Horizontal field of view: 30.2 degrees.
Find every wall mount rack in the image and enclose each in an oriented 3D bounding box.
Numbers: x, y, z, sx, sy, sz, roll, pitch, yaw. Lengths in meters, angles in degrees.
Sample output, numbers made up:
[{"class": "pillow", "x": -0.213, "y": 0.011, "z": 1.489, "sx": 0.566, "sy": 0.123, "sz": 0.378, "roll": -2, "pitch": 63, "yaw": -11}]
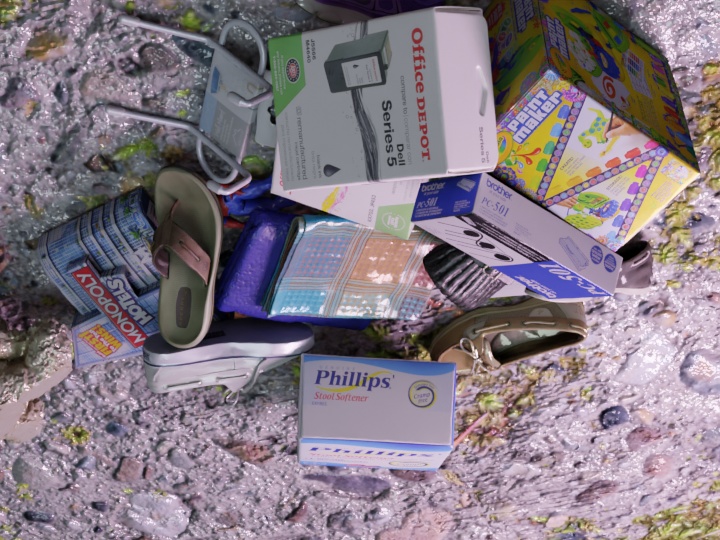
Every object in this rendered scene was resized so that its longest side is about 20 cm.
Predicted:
[{"class": "wall mount rack", "x": -0.174, "y": -0.178, "z": 1.379, "sx": 0.173, "sy": 0.074, "sz": 0.202, "roll": 38, "pitch": 133, "yaw": 20}]

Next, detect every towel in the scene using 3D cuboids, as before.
[{"class": "towel", "x": 0.000, "y": 0.000, "z": 1.489, "sx": 0.197, "sy": 0.022, "sz": 0.148, "roll": 3, "pitch": 132, "yaw": -24}, {"class": "towel", "x": -0.057, "y": -0.003, "z": 1.515, "sx": 0.197, "sy": 0.050, "sz": 0.149, "roll": 8, "pitch": 129, "yaw": -28}]

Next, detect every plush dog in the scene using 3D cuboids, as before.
[{"class": "plush dog", "x": -0.453, "y": 0.106, "z": 1.569, "sx": 0.159, "sy": 0.172, "sz": 0.201, "roll": -20, "pitch": 153, "yaw": -44}]

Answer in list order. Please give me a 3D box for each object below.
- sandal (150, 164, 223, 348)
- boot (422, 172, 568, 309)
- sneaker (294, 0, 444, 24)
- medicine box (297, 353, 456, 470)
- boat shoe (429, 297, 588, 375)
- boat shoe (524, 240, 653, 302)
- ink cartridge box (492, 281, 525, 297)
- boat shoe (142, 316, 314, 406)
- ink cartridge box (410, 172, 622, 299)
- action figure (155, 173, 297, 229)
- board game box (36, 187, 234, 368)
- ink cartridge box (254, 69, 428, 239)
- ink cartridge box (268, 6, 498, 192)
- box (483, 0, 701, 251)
[{"class": "sandal", "x": -0.193, "y": -0.012, "z": 1.449, "sx": 0.079, "sy": 0.057, "sz": 0.205, "roll": 4, "pitch": 101, "yaw": 19}, {"class": "boot", "x": 0.123, "y": -0.050, "z": 1.387, "sx": 0.156, "sy": 0.080, "sz": 0.211, "roll": -27, "pitch": 131, "yaw": 21}, {"class": "sneaker", "x": -0.008, "y": -0.284, "z": 1.296, "sx": 0.198, "sy": 0.081, "sz": 0.084, "roll": 18, "pitch": 116, "yaw": -26}, {"class": "medicine box", "x": 0.015, "y": 0.172, "z": 1.595, "sx": 0.179, "sy": 0.105, "sz": 0.200, "roll": 3, "pitch": 165, "yaw": -2}, {"class": "boat shoe", "x": 0.176, "y": 0.085, "z": 1.600, "sx": 0.198, "sy": 0.064, "sz": 0.074, "roll": -17, "pitch": 128, "yaw": 14}, {"class": "boat shoe", "x": 0.255, "y": -0.002, "z": 1.484, "sx": 0.198, "sy": 0.066, "sz": 0.058, "roll": -4, "pitch": 106, "yaw": -41}, {"class": "ink cartridge box", "x": 0.159, "y": -0.064, "z": 1.476, "sx": 0.102, "sy": 0.060, "sz": 0.202, "roll": -4, "pitch": 130, "yaw": 4}, {"class": "boat shoe", "x": -0.150, "y": 0.112, "z": 1.533, "sx": 0.199, "sy": 0.075, "sz": 0.087, "roll": -8, "pitch": 118, "yaw": -20}, {"class": "ink cartridge box", "x": 0.153, "y": -0.030, "z": 1.291, "sx": 0.199, "sy": 0.045, "sz": 0.093, "roll": 27, "pitch": 161, "yaw": -33}, {"class": "action figure", "x": -0.132, "y": -0.077, "z": 1.479, "sx": 0.197, "sy": 0.052, "sz": 0.066, "roll": -8, "pitch": 135, "yaw": 10}, {"class": "board game box", "x": -0.282, "y": 0.028, "z": 1.558, "sx": 0.198, "sy": 0.062, "sz": 0.201, "roll": -24, "pitch": 126, "yaw": 19}, {"class": "ink cartridge box", "x": -0.026, "y": -0.120, "z": 1.383, "sx": 0.197, "sy": 0.068, "sz": 0.118, "roll": 19, "pitch": 141, "yaw": 7}, {"class": "ink cartridge box", "x": 0.018, "y": -0.154, "z": 1.226, "sx": 0.198, "sy": 0.083, "sz": 0.148, "roll": -3, "pitch": 94, "yaw": 39}, {"class": "box", "x": 0.207, "y": -0.163, "z": 1.300, "sx": 0.191, "sy": 0.202, "sz": 0.122, "roll": 30, "pitch": 126, "yaw": -22}]
